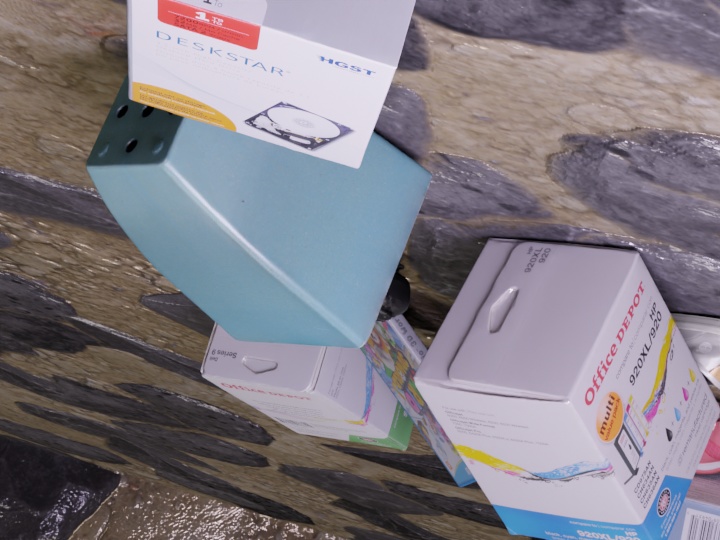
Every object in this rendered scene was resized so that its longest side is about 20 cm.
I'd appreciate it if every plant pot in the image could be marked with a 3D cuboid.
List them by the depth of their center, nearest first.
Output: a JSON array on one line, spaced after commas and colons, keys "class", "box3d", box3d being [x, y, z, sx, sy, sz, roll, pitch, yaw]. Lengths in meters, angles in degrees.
[{"class": "plant pot", "box3d": [-0.080, -0.058, 1.421, 0.141, 0.142, 0.200, 2, 152, 45]}]

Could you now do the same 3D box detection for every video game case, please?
[{"class": "video game case", "box3d": [0.055, 0.108, 1.891, 0.201, 0.018, 0.143, 54, 164, 3]}]

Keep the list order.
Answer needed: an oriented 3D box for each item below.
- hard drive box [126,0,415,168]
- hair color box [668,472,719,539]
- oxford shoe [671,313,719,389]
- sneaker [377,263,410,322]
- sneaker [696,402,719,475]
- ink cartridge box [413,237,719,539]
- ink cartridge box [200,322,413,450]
[{"class": "hard drive box", "box3d": [-0.053, -0.142, 1.188, 0.154, 0.078, 0.200, 16, 165, -1]}, {"class": "hair color box", "box3d": [0.340, 0.214, 1.925, 0.098, 0.061, 0.200, 13, -163, 14]}, {"class": "oxford shoe", "box3d": [0.234, 0.067, 1.690, 0.199, 0.058, 0.075, 5, 164, 45]}, {"class": "sneaker", "box3d": [-0.001, 0.003, 1.717, 0.103, 0.061, 0.200, 19, 171, -5]}, {"class": "sneaker", "box3d": [0.347, 0.142, 1.860, 0.199, 0.074, 0.087, 15, 139, 30]}, {"class": "ink cartridge box", "box3d": [0.163, 0.097, 1.586, 0.144, 0.148, 0.201, 5, 143, 37]}, {"class": "ink cartridge box", "box3d": [-0.047, 0.109, 2.104, 0.144, 0.088, 0.200, 6, 164, 33]}]
